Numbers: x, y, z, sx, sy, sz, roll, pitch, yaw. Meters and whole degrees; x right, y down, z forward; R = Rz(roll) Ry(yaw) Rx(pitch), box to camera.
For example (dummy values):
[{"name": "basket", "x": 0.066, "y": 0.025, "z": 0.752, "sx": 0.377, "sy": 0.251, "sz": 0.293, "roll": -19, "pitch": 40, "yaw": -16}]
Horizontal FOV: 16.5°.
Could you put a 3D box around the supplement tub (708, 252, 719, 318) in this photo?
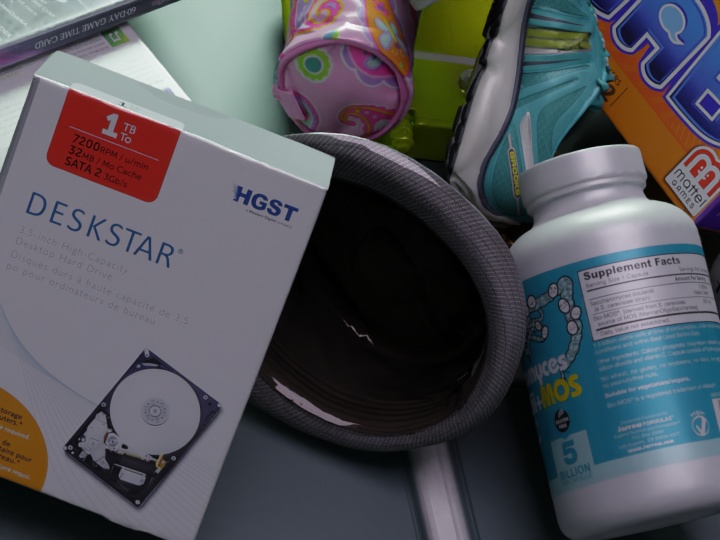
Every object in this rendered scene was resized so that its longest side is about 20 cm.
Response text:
[{"name": "supplement tub", "x": 0.296, "y": 0.054, "z": 1.409, "sx": 0.122, "sy": 0.123, "sz": 0.201, "roll": -16, "pitch": 59, "yaw": -29}]

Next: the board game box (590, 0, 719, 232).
[{"name": "board game box", "x": 0.252, "y": -0.155, "z": 1.465, "sx": 0.199, "sy": 0.200, "sz": 0.200, "roll": 7, "pitch": 42, "yaw": -55}]

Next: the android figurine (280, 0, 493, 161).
[{"name": "android figurine", "x": 0.038, "y": -0.144, "z": 1.536, "sx": 0.181, "sy": 0.041, "sz": 0.201, "roll": 8, "pitch": 49, "yaw": -14}]

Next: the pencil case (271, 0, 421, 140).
[{"name": "pencil case", "x": -0.004, "y": -0.166, "z": 1.456, "sx": 0.087, "sy": 0.088, "sz": 0.201, "roll": 13, "pitch": 45, "yaw": -8}]

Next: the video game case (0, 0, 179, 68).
[{"name": "video game case", "x": -0.204, "y": -0.179, "z": 1.470, "sx": 0.199, "sy": 0.019, "sz": 0.143, "roll": -25, "pitch": 49, "yaw": -35}]

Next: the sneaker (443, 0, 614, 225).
[{"name": "sneaker", "x": 0.107, "y": -0.123, "z": 1.405, "sx": 0.079, "sy": 0.078, "sz": 0.201, "roll": 17, "pitch": 93, "yaw": -4}]

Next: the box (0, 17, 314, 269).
[{"name": "box", "x": -0.140, "y": -0.046, "z": 1.398, "sx": 0.144, "sy": 0.036, "sz": 0.200, "roll": -24, "pitch": 62, "yaw": -33}]

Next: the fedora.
[{"name": "fedora", "x": 0.000, "y": 0.000, "z": 1.331, "sx": 0.199, "sy": 0.177, "sz": 0.090, "roll": 33, "pitch": 28, "yaw": -4}]

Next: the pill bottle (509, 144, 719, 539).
[{"name": "pill bottle", "x": 0.140, "y": 0.038, "z": 1.334, "sx": 0.110, "sy": 0.111, "sz": 0.201, "roll": -7, "pitch": 78, "yaw": -24}]

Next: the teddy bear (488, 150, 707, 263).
[{"name": "teddy bear", "x": 0.101, "y": -0.009, "z": 1.440, "sx": 0.199, "sy": 0.067, "sz": 0.145, "roll": -27, "pitch": 58, "yaw": -27}]

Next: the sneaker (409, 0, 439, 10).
[{"name": "sneaker", "x": 0.047, "y": -0.214, "z": 1.422, "sx": 0.080, "sy": 0.071, "sz": 0.200, "roll": 59, "pitch": 19, "yaw": -19}]

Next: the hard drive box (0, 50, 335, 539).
[{"name": "hard drive box", "x": -0.119, "y": 0.014, "z": 1.241, "sx": 0.155, "sy": 0.201, "sz": 0.077, "roll": 20, "pitch": 14, "yaw": -3}]
